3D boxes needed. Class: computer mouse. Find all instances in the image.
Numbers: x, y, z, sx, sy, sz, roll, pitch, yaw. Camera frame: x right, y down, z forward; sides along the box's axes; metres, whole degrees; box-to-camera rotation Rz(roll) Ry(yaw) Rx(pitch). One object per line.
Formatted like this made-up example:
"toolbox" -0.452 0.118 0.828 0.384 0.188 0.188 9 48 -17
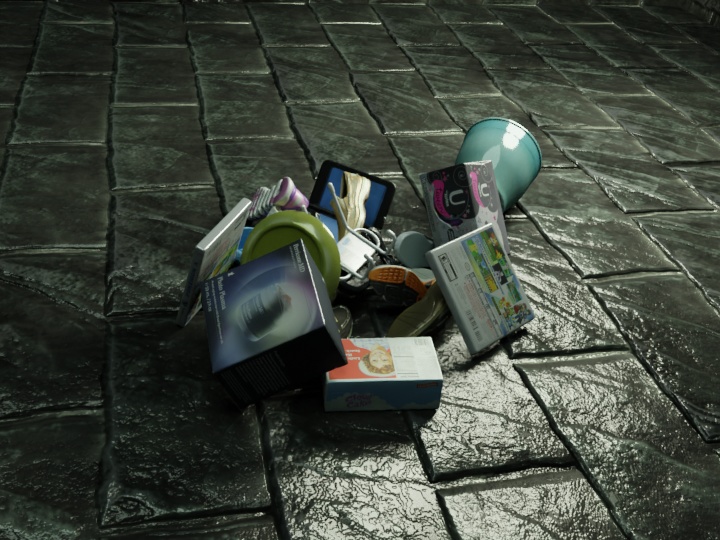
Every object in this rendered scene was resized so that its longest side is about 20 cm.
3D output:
"computer mouse" 0.000 0.000 1.684 0.199 0.053 0.140 -23 76 -51

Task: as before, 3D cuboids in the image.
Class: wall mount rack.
"wall mount rack" -0.029 -0.071 1.620 0.172 0.075 0.200 35 35 7

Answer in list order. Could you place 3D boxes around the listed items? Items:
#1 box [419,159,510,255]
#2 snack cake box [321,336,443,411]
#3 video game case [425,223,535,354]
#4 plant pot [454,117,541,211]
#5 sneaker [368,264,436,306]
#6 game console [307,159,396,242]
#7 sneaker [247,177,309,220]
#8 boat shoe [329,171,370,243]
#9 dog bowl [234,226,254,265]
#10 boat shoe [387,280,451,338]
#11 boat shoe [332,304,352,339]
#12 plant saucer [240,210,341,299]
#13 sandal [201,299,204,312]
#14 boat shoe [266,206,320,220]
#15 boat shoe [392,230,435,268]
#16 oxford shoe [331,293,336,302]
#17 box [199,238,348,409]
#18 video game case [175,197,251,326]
"box" 0.216 -0.113 1.747 0.113 0.204 0.131 -12 2 35
"snack cake box" 0.033 0.175 1.449 0.195 0.068 0.116 0 35 -8
"video game case" 0.227 0.031 1.605 0.180 0.022 0.203 -23 86 -37
"plant pot" 0.301 -0.217 1.994 0.197 0.202 0.189 17 49 19
"sneaker" 0.098 0.027 1.678 0.196 0.077 0.092 13 12 -23
"game console" -0.049 -0.137 1.874 0.197 0.118 0.175 22 36 25
"sneaker" -0.180 -0.136 1.859 0.088 0.082 0.199 31 -23 -28
"boat shoe" -0.032 -0.125 1.792 0.075 0.072 0.203 25 45 -18
"dog bowl" -0.207 -0.027 1.745 0.110 0.050 0.199 -23 41 -36
"boat shoe" 0.130 0.088 1.596 0.071 0.067 0.201 13 46 43
"boat shoe" -0.068 0.113 1.536 0.071 0.062 0.201 17 35 20
"plant saucer" -0.133 -0.008 1.556 0.196 0.204 0.031 14 4 14
"sandal" -0.202 0.083 1.556 0.197 0.083 0.055 22 5 9
"boat shoe" -0.103 -0.076 1.760 0.199 0.087 0.075 29 8 10
"boat shoe" 0.101 -0.046 1.758 0.090 0.072 0.199 20 4 33
"oxford shoe" -0.137 0.045 1.636 0.196 0.059 0.075 -13 38 -23
"box" -0.147 0.085 1.416 0.195 0.124 0.202 -22 48 3
"video game case" -0.273 -0.018 1.599 0.022 0.184 0.201 25 35 4
